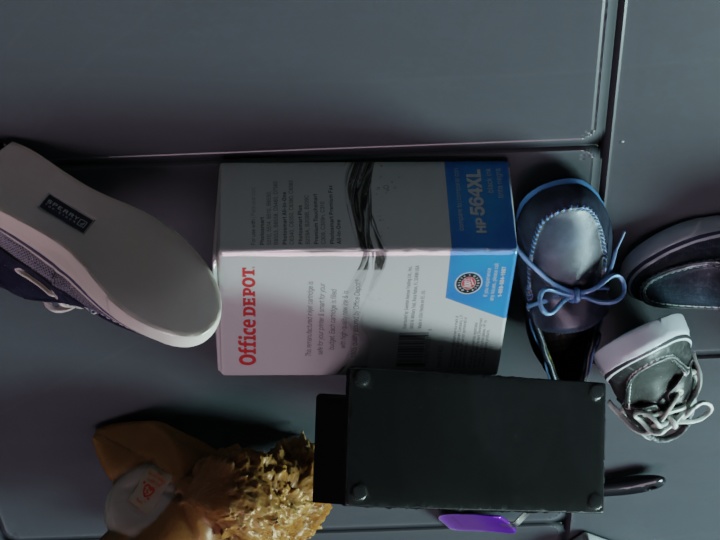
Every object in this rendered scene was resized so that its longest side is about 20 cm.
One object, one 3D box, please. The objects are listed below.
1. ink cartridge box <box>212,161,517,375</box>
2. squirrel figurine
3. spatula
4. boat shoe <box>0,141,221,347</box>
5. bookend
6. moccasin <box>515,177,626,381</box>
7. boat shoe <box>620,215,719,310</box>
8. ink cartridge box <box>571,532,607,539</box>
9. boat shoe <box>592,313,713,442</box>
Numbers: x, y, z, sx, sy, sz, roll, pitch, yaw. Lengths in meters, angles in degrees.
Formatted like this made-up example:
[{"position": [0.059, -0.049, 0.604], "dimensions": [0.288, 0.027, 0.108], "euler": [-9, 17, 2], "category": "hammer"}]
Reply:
[{"position": [0.000, 0.000, 1.274], "dimensions": [0.198, 0.085, 0.146], "euler": [1, 143, -3], "category": "ink cartridge box"}, {"position": [-0.106, 0.208, 1.506], "dimensions": [0.199, 0.142, 0.187], "euler": [-17, 147, 23], "category": "squirrel figurine"}, {"position": [0.163, 0.199, 1.588], "dimensions": [0.199, 0.021, 0.057], "euler": [-17, 152, 16], "category": "spatula"}, {"position": [-0.179, -0.001, 1.235], "dimensions": [0.199, 0.075, 0.093], "euler": [36, 148, 11], "category": "boat shoe"}, {"position": [0.041, 0.124, 1.336], "dimensions": [0.197, 0.093, 0.200], "euler": [5, 173, -24], "category": "bookend"}, {"position": [0.152, 0.015, 1.307], "dimensions": [0.080, 0.069, 0.201], "euler": [-13, 144, 4], "category": "moccasin"}, {"position": [0.281, 0.012, 1.293], "dimensions": [0.199, 0.091, 0.071], "euler": [-11, 142, 12], "category": "boat shoe"}, {"position": [0.214, 0.325, 1.738], "dimensions": [0.173, 0.044, 0.200], "euler": [22, 137, -28], "category": "ink cartridge box"}, {"position": [0.214, 0.086, 1.350], "dimensions": [0.073, 0.068, 0.199], "euler": [-24, 162, -1], "category": "boat shoe"}]
